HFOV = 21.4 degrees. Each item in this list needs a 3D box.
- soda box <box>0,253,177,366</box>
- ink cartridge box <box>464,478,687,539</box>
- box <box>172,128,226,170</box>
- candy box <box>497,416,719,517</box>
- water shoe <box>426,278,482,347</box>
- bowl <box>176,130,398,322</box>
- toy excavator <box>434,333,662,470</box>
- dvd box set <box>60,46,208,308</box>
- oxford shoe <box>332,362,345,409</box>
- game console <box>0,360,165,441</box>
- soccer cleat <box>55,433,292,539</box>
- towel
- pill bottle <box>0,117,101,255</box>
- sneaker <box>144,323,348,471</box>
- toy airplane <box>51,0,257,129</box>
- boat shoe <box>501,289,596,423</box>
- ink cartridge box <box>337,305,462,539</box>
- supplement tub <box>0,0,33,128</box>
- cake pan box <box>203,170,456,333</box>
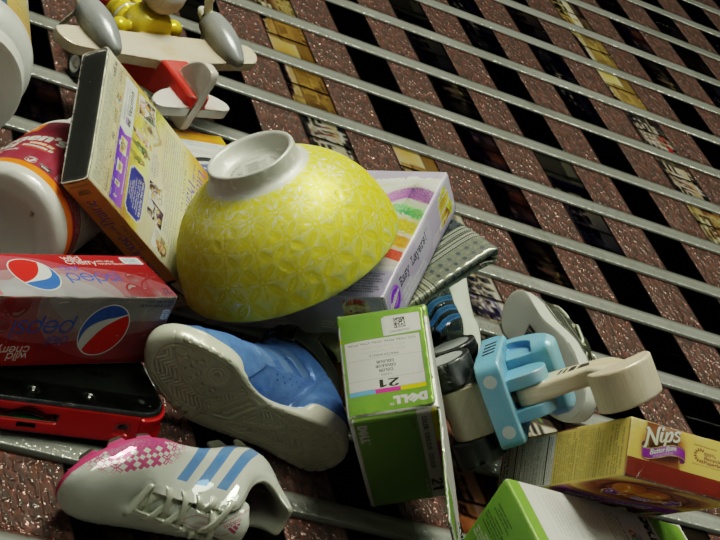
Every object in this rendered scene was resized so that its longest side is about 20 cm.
[{"bbox_3d":[-0.246,0.031,1.504,0.200,0.070,0.063,2,33,-47],"label":"soda box"},{"bbox_3d":[0.206,0.268,1.606,0.200,0.076,0.148,18,27,-30],"label":"ink cartridge box"},{"bbox_3d":[-0.153,-0.069,1.879,0.119,0.042,0.200,8,36,-39],"label":"box"},{"bbox_3d":[0.222,0.177,1.664,0.117,0.200,0.057,17,73,-24],"label":"candy box"},{"bbox_3d":[0.073,0.064,1.866,0.079,0.072,0.200,-3,33,-4],"label":"water shoe"},{"bbox_3d":[-0.077,-0.056,1.643,0.200,0.108,0.200,-16,28,9],"label":"bowl"},{"bbox_3d":[0.161,0.098,1.669,0.194,0.200,0.100,-57,126,-77],"label":"toy excavator"},{"bbox_3d":[-0.194,-0.080,1.682,0.200,0.029,0.147,53,32,-49],"label":"dvd box set"},{"bbox_3d":[-0.004,0.075,1.741,0.071,0.071,0.200,13,32,-35],"label":"oxford shoe"},{"bbox_3d":[-0.265,0.070,1.532,0.200,0.031,0.177,11,27,-35],"label":"game console"},{"bbox_3d":[-0.133,0.170,1.433,0.200,0.070,0.086,1,38,-46],"label":"soccer cleat"},{"bbox_3d":[0.000,0.000,1.764,0.200,0.035,0.192,-32,40,-21],"label":"towel"},{"bbox_3d":[-0.272,-0.069,1.674,0.109,0.110,0.200,31,26,3],"label":"pill bottle"},{"bbox_3d":[-0.096,0.082,1.606,0.200,0.077,0.111,29,29,-22],"label":"sneaker"},{"bbox_3d":[-0.208,-0.236,1.961,0.199,0.141,0.200,18,16,-2],"label":"toy airplane"},{"bbox_3d":[0.208,0.087,1.937,0.064,0.071,0.200,15,28,-26],"label":"boat shoe"},{"bbox_3d":[0.035,0.152,1.542,0.076,0.148,0.200,-8,55,3],"label":"ink cartridge box"},{"bbox_3d":[-0.382,-0.222,1.792,0.144,0.145,0.200,18,28,-23],"label":"supplement tub"},{"bbox_3d":[-0.033,-0.020,1.734,0.200,0.052,0.184,4,39,26],"label":"cake pan box"}]
